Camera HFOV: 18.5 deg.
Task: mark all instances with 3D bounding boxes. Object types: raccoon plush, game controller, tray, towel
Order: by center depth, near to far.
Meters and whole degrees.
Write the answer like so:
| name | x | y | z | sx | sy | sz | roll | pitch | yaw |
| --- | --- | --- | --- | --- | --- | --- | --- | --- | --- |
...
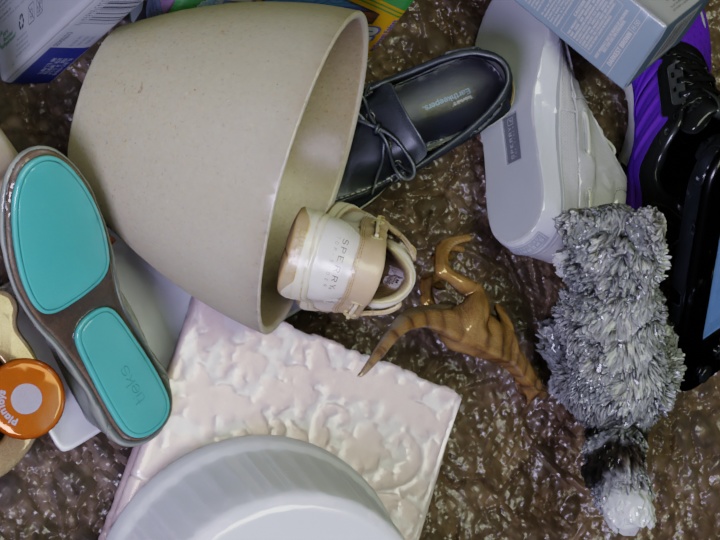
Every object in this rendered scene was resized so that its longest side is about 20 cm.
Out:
| name | x | y | z | sx | sy | sz | roll | pitch | yaw |
| --- | --- | --- | --- | --- | --- | --- | --- | --- | --- |
| towel | -0.050 | 0.132 | 1.390 | 0.199 | 0.032 | 0.192 | 23 | 77 | -20 |
| tray | -0.135 | 0.021 | 1.395 | 0.199 | 0.022 | 0.108 | -31 | 92 | -27 |
| raccoon plush | 0.175 | 0.050 | 1.423 | 0.096 | 0.135 | 0.201 | -13 | 50 | -7 |
| game controller | 0.251 | -0.013 | 1.505 | 0.104 | 0.042 | 0.201 | -23 | 133 | -32 |

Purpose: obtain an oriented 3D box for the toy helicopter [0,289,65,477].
| name | x | y | z | sx | sy | sz | roll | pitch | yaw |
| --- | --- | --- | --- | --- | --- | --- | --- | --- | --- |
| toy helicopter | -0.265 | 0.037 | 1.293 | 0.132 | 0.079 | 0.201 | -29 | 93 | -8 |

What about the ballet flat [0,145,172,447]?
| name | x | y | z | sx | sy | sz | roll | pitch | yaw |
| --- | --- | --- | --- | --- | --- | --- | --- | --- | --- |
| ballet flat | -0.172 | 0.016 | 1.300 | 0.067 | 0.064 | 0.201 | -34 | 119 | -24 |

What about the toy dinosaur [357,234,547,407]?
| name | x | y | z | sx | sy | sz | roll | pitch | yaw |
| --- | --- | --- | --- | --- | --- | --- | --- | --- | --- |
| toy dinosaur | 0.063 | 0.032 | 1.428 | 0.199 | 0.060 | 0.107 | 22 | 37 | -47 |

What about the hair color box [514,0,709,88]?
| name | x | y | z | sx | sy | sz | roll | pitch | yaw |
| --- | --- | --- | --- | --- | --- | --- | --- | --- | --- |
| hair color box | 0.135 | -0.221 | 1.500 | 0.200 | 0.061 | 0.099 | 41 | 38 | 9 |

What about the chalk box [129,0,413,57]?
| name | x | y | z | sx | sy | sz | roll | pitch | yaw |
| --- | --- | --- | --- | --- | --- | --- | --- | --- | --- |
| chalk box | -0.080 | -0.207 | 1.403 | 0.198 | 0.124 | 0.126 | 0 | 67 | -25 |

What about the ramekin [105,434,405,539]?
| name | x | y | z | sx | sy | sz | roll | pitch | yaw |
| --- | --- | --- | --- | --- | --- | --- | --- | --- | --- |
| ramekin | -0.054 | 0.207 | 1.313 | 0.199 | 0.098 | 0.202 | -3 | 100 | -18 |

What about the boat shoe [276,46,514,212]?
| name | x | y | z | sx | sy | sz | roll | pitch | yaw |
| --- | --- | --- | --- | --- | --- | --- | --- | --- | --- |
| boat shoe | 0.016 | -0.091 | 1.453 | 0.199 | 0.062 | 0.075 | -27 | 87 | -11 |

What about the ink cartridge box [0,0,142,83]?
| name | x | y | z | sx | sy | sz | roll | pitch | yaw |
| --- | --- | --- | --- | --- | --- | --- | --- | --- | --- |
| ink cartridge box | -0.181 | -0.235 | 1.333 | 0.043 | 0.196 | 0.202 | -2 | 80 | -26 |

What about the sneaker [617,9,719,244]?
| name | x | y | z | sx | sy | sz | roll | pitch | yaw |
| --- | --- | --- | --- | --- | --- | --- | --- | --- | --- |
| sneaker | 0.228 | -0.112 | 1.546 | 0.069 | 0.099 | 0.202 | 15 | 73 | -23 |

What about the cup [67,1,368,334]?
| name | x | y | z | sx | sy | sz | roll | pitch | yaw |
| --- | --- | --- | --- | --- | --- | --- | --- | --- | --- |
| cup | -0.093 | -0.078 | 1.335 | 0.142 | 0.201 | 0.202 | 16 | 70 | 8 |

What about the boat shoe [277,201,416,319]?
| name | x | y | z | sx | sy | sz | roll | pitch | yaw |
| --- | --- | --- | --- | --- | --- | --- | --- | --- | --- |
| boat shoe | 0.000 | 0.000 | 1.369 | 0.069 | 0.200 | 0.074 | 18 | 95 | 9 |

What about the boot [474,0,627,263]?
| name | x | y | z | sx | sy | sz | roll | pitch | yaw |
| --- | --- | --- | --- | --- | --- | --- | --- | --- | --- |
| boot | 0.133 | -0.097 | 1.527 | 0.095 | 0.073 | 0.202 | 18 | 65 | -42 |

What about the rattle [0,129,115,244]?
| name | x | y | z | sx | sy | sz | roll | pitch | yaw |
| --- | --- | --- | --- | --- | --- | --- | --- | --- | --- |
| rattle | -0.258 | -0.053 | 1.319 | 0.143 | 0.130 | 0.201 | -41 | 114 | -22 |
